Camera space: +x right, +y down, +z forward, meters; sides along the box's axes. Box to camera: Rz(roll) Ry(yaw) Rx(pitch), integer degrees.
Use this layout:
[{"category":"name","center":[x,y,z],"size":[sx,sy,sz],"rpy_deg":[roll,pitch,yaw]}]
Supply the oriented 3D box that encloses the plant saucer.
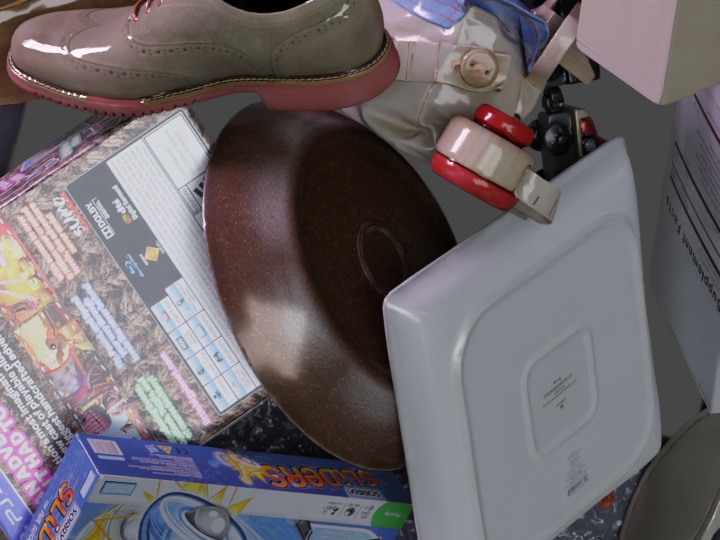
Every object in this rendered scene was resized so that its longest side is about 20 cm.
[{"category":"plant saucer","center":[0.000,0.000,1.311],"size":[0.037,0.201,0.201],"rpy_deg":[-25,106,33]}]

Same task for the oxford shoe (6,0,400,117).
[{"category":"oxford shoe","center":[-0.082,-0.122,1.249],"size":[0.199,0.071,0.075],"rpy_deg":[-2,131,15]}]

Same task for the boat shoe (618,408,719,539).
[{"category":"boat shoe","center":[0.181,0.169,1.435],"size":[0.062,0.073,0.201],"rpy_deg":[19,99,-28]}]

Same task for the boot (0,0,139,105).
[{"category":"boot","center":[-0.132,-0.141,1.331],"size":[0.199,0.074,0.076],"rpy_deg":[-15,125,-8]}]

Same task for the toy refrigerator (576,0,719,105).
[{"category":"toy refrigerator","center":[0.200,-0.155,1.256],"size":[0.199,0.070,0.076],"rpy_deg":[-23,135,-31]}]

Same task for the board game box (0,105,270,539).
[{"category":"board game box","center":[-0.138,0.022,1.329],"size":[0.200,0.097,0.160],"rpy_deg":[-34,103,-4]}]

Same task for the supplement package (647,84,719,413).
[{"category":"supplement package","center":[0.232,-0.042,1.340],"size":[0.121,0.120,0.201],"rpy_deg":[-5,128,-11]}]

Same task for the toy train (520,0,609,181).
[{"category":"toy train","center":[0.116,-0.057,1.400],"size":[0.046,0.034,0.201],"rpy_deg":[-11,101,-20]}]

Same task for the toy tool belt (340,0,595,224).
[{"category":"toy tool belt","center":[0.056,-0.111,1.295],"size":[0.124,0.200,0.123],"rpy_deg":[27,95,-22]}]

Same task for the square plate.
[{"category":"square plate","center":[0.095,0.059,1.338],"size":[0.200,0.028,0.199],"rpy_deg":[-34,125,-39]}]

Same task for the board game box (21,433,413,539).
[{"category":"board game box","center":[-0.084,0.154,1.330],"size":[0.199,0.034,0.136],"rpy_deg":[8,121,-38]}]
